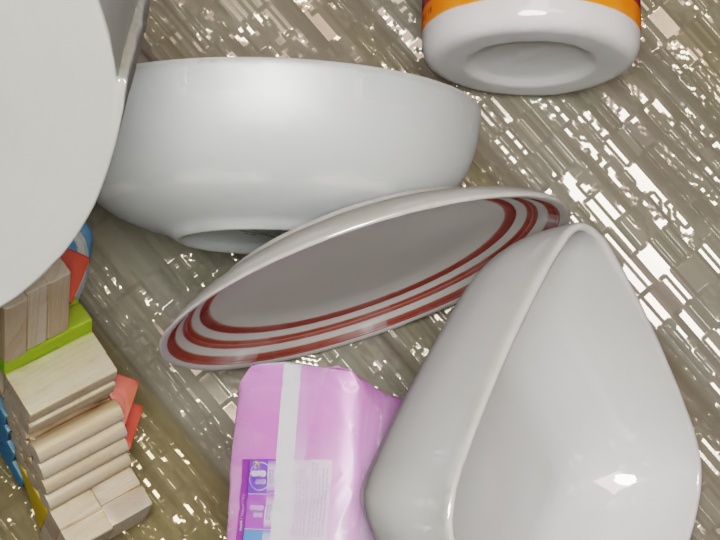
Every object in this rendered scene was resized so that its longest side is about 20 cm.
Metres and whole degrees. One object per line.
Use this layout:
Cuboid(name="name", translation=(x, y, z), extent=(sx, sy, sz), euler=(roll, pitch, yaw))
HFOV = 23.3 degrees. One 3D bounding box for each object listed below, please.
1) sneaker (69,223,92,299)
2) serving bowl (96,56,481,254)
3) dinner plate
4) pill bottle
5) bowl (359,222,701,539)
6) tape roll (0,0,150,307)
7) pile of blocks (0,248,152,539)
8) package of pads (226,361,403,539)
Cuboid(name="sneaker", translation=(-0.227, -0.031, 0.868), extent=(0.200, 0.072, 0.073), euler=(26, 57, 2))
Cuboid(name="serving bowl", translation=(-0.043, -0.045, 0.820), extent=(0.200, 0.200, 0.066), euler=(1, 82, -6))
Cuboid(name="dinner plate", translation=(0.000, 0.000, 0.811), extent=(0.200, 0.200, 0.024), euler=(-17, 74, -9))
Cuboid(name="pill bottle", translation=(0.088, -0.201, 0.911), extent=(0.113, 0.113, 0.200), euler=(2, 77, -5))
Cuboid(name="bowl", translation=(0.077, 0.101, 0.807), extent=(0.200, 0.075, 0.200), euler=(59, 44, -33))
Cuboid(name="tape roll", translation=(-0.185, -0.090, 0.660), extent=(0.202, 0.139, 0.203), euler=(-1, 114, -3))
Cuboid(name="pile of blocks", translation=(-0.141, 0.050, 0.822), extent=(0.062, 0.200, 0.082), euler=(-27, 40, -26))
Cuboid(name="package of pads", translation=(-0.012, 0.149, 0.814), extent=(0.076, 0.120, 0.200), euler=(-3, 76, 26))
